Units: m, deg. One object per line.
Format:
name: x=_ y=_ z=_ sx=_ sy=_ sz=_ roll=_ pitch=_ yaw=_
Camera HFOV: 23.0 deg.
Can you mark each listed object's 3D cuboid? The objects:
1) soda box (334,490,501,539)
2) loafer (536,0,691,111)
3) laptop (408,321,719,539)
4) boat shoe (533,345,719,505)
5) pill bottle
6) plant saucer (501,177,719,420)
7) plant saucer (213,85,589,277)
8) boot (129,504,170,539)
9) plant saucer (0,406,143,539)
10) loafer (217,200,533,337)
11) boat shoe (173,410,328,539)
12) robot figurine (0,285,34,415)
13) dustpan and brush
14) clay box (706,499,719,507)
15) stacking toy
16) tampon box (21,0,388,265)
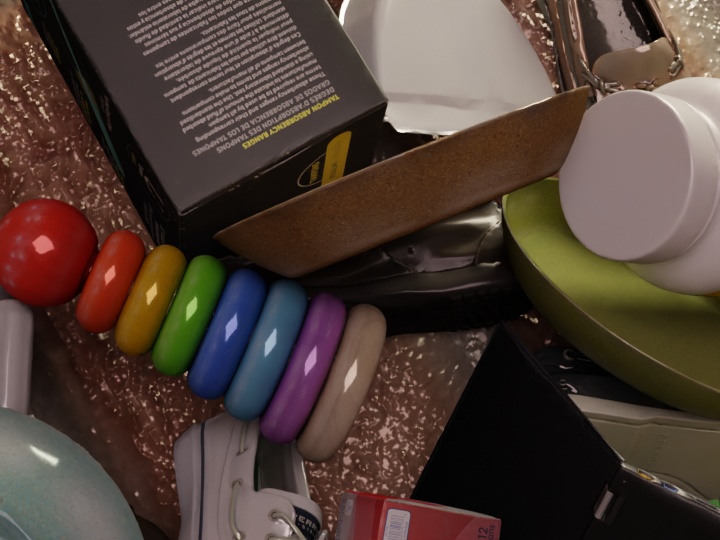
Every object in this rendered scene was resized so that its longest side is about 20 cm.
soda box: x=0.012 y=0.210 z=0.841 sx=0.063 sy=0.070 sz=0.201 roll=12 pitch=82 yaw=-17
loafer: x=0.149 y=-0.133 z=1.028 sx=0.072 sy=0.063 sz=0.201 roll=-19 pitch=77 yaw=-11
laptop: x=0.113 y=0.164 z=0.871 sx=0.199 sy=0.116 sz=0.188 roll=26 pitch=109 yaw=2
boat shoe: x=0.177 y=0.083 z=0.969 sx=0.198 sy=0.075 sz=0.066 roll=8 pitch=45 yaw=-11
pill bottle: x=0.200 y=-0.041 z=0.935 sx=0.199 sy=0.112 sz=0.113 roll=5 pitch=69 yaw=-43
plant saucer: x=0.157 y=0.020 z=0.945 sx=0.199 sy=0.200 sz=0.031 roll=30 pitch=114 yaw=4
plant saucer: x=0.026 y=-0.038 z=0.872 sx=0.199 sy=0.200 sz=0.036 roll=-22 pitch=91 yaw=-11
boot: x=-0.152 y=0.215 z=0.896 sx=0.097 sy=0.075 sz=0.200 roll=32 pitch=72 yaw=7
plant saucer: x=-0.196 y=0.159 z=0.820 sx=0.200 sy=0.039 sz=0.202 roll=1 pitch=82 yaw=-6
loafer: x=0.000 y=0.000 z=0.980 sx=0.199 sy=0.073 sz=0.072 roll=-5 pitch=64 yaw=-12
boat shoe: x=-0.050 y=0.135 z=0.880 sx=0.067 sy=0.074 sz=0.200 roll=-36 pitch=41 yaw=14
robot figurine: x=-0.240 y=0.056 z=0.912 sx=0.169 sy=0.113 sz=0.201 roll=-5 pitch=72 yaw=28
dustpan and brush: x=0.033 y=-0.154 z=1.022 sx=0.139 sy=0.057 sz=0.201 roll=1 pitch=66 yaw=-36
clay box: x=0.219 y=0.221 z=0.943 sx=0.114 sy=0.048 sz=0.201 roll=-9 pitch=74 yaw=-7
stacking toy: x=-0.092 y=0.023 z=0.887 sx=0.199 sy=0.085 sz=0.086 roll=22 pitch=73 yaw=-6
tampon box: x=-0.091 y=-0.118 z=0.957 sx=0.126 sy=0.150 sz=0.201 roll=-28 pitch=79 yaw=-12
